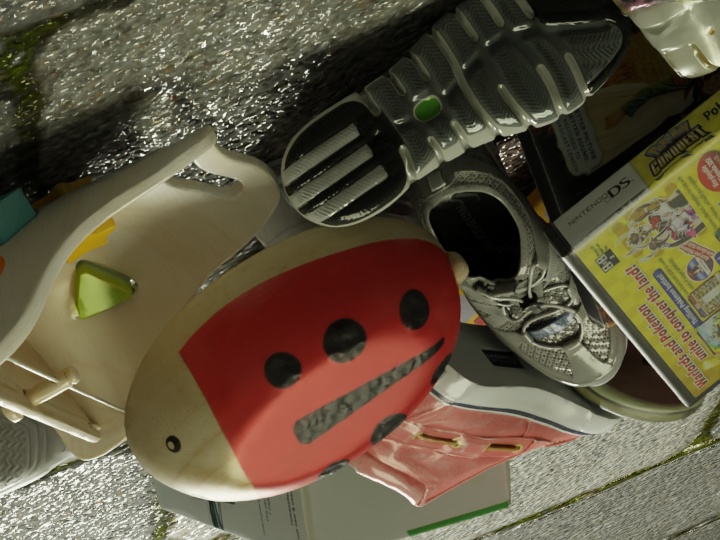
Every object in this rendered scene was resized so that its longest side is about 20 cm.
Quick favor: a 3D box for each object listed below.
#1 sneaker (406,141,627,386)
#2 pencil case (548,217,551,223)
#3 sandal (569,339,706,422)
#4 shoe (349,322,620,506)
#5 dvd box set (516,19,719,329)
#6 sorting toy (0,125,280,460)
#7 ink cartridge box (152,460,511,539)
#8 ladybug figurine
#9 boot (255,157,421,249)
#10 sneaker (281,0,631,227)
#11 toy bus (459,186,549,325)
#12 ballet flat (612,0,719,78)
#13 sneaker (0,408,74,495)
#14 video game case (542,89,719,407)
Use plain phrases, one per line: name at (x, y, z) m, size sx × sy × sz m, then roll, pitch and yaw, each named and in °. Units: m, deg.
sneaker at (0.079, 0.002, 1.628) m, size 0.075 × 0.082 × 0.200 m, roll -33°, pitch 119°, yaw 17°
pencil case at (0.209, -0.037, 1.695) m, size 0.091 × 0.199 × 0.094 m, roll -70°, pitch 180°, yaw -70°
sandal at (0.126, 0.012, 1.716) m, size 0.057 × 0.201 × 0.080 m, roll -42°, pitch -171°, yaw 33°
shoe at (0.066, 0.084, 1.706) m, size 0.091 × 0.072 × 0.200 m, roll -48°, pitch 149°, yaw 21°
dvd box set at (0.189, -0.076, 1.607) m, size 0.199 × 0.147 × 0.029 m, roll -26°, pitch -160°, yaw -11°
sorting toy at (-0.128, -0.006, 1.495) m, size 0.180 × 0.107 × 0.200 m, roll -34°, pitch 161°, yaw 7°
ink cartridge box at (-0.024, 0.106, 1.806) m, size 0.146 × 0.084 × 0.200 m, roll -14°, pitch -167°, yaw -29°
ladybug figurine at (-0.026, 0.051, 1.534) m, size 0.199 × 0.072 × 0.136 m, roll -35°, pitch 132°, yaw -5°
boot at (0.000, 0.000, 1.664) m, size 0.073 × 0.096 × 0.200 m, roll -31°, pitch 161°, yaw 21°
sneaker at (0.040, -0.088, 1.537) m, size 0.199 × 0.075 × 0.115 m, roll -28°, pitch -178°, yaw -10°
toy bus at (0.111, 0.004, 1.830) m, size 0.065 × 0.078 × 0.200 m, roll -43°, pitch 177°, yaw -38°
ballet flat at (0.189, -0.130, 1.517) m, size 0.199 × 0.072 × 0.069 m, roll 7°, pitch 172°, yaw -40°
sneaker at (-0.246, 0.111, 1.625) m, size 0.199 × 0.076 × 0.114 m, roll -16°, pitch 162°, yaw -18°
video game case at (0.206, -0.028, 1.571) m, size 0.180 × 0.026 × 0.200 m, roll -39°, pitch 144°, yaw 4°
